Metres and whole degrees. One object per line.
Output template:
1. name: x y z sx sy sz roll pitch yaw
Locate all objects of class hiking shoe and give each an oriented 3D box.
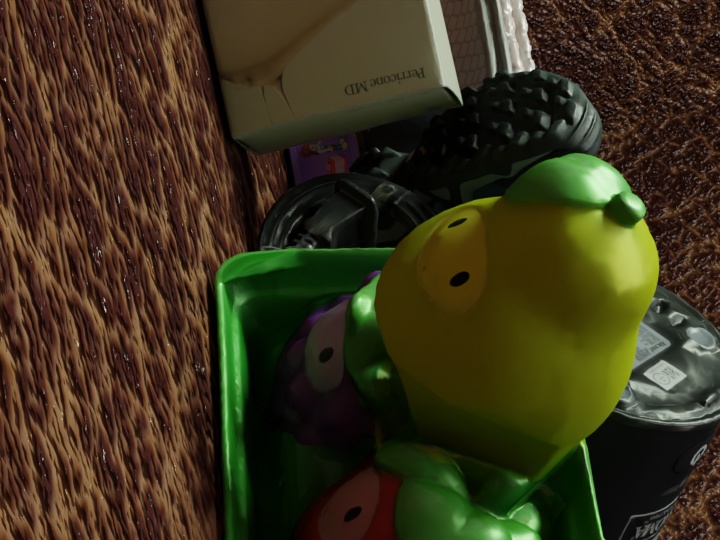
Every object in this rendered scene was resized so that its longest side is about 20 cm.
1. hiking shoe: 0.057 -0.031 1.324 0.087 0.200 0.075 42 56 -17

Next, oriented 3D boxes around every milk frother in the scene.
1. milk frother: 0.036 0.078 1.271 0.200 0.180 0.189 48 -52 35

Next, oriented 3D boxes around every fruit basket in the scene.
1. fruit basket: 0.026 0.046 1.031 0.216 0.155 0.217 179 -90 -86

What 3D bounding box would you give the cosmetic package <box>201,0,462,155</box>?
1. cosmetic package: -0.026 -0.163 1.279 0.073 0.103 0.201 34 42 -81

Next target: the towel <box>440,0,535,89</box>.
1. towel: 0.044 -0.053 1.601 0.191 0.032 0.201 -49 -140 47

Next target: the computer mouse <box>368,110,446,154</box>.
1. computer mouse: 0.026 -0.063 1.463 0.200 0.053 0.139 -110 -169 -60

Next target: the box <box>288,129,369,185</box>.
1. box: 0.000 0.000 1.494 0.137 0.039 0.201 64 14 -66
